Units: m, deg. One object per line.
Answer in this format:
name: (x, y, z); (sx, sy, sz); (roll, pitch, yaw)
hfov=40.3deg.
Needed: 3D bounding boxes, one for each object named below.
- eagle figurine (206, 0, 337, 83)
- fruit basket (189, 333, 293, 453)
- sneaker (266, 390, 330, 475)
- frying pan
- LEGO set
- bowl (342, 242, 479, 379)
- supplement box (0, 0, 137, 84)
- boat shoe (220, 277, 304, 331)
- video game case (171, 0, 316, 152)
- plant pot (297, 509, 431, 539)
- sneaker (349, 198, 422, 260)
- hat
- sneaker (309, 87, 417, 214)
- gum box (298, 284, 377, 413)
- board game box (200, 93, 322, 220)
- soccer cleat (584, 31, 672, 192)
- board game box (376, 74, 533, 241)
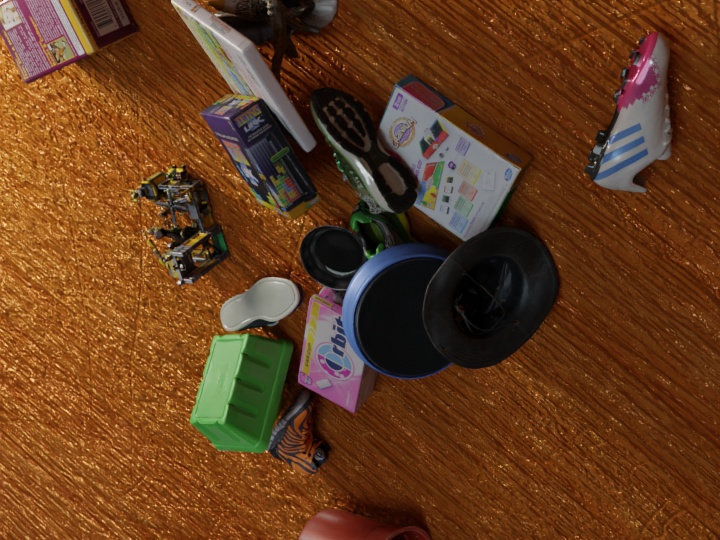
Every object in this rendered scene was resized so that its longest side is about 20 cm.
eagle figurine: (-0.146, -0.361, 1.313); (0.152, 0.151, 0.200); (-53, 43, 7)
fruit basket: (-0.184, 0.221, 1.708); (0.155, 0.216, 0.216); (-6, 115, 41)
sneaker: (-0.095, 0.294, 1.756); (0.112, 0.078, 0.200); (35, 141, 2)
frying pan: (-0.001, -0.015, 1.487); (0.189, 0.031, 0.115); (11, 125, 12)
LEGO set: (-0.317, -0.064, 1.634); (0.153, 0.116, 0.201); (13, 126, 30)
bowl: (0.074, 0.061, 1.381); (0.039, 0.200, 0.201); (-123, 13, -67)
supplement box: (-0.466, -0.390, 1.532); (0.199, 0.103, 0.131); (-8, 114, 40)
boat shoe: (-0.154, 0.055, 1.637); (0.200, 0.060, 0.076); (-14, 82, 44)
video game case: (-0.152, -0.262, 1.300); (0.182, 0.023, 0.200); (40, 171, 38)
plant pot: (-0.003, 0.529, 1.767); (0.195, 0.201, 0.202); (11, 126, 42)
sneaker: (0.049, -0.015, 1.410); (0.078, 0.085, 0.200); (-28, 102, 45)
hat: (0.164, 0.028, 1.328); (0.081, 0.200, 0.201); (-135, 24, -66)
sneaker: (-0.013, -0.151, 1.319); (0.200, 0.077, 0.089); (55, 144, -4)
gum box: (-0.028, 0.120, 1.575); (0.113, 0.066, 0.201); (26, 132, 19)
board game box: (-0.145, -0.165, 1.393); (0.166, 0.057, 0.200); (57, 170, -20)
soccer cleat: (0.324, -0.174, 1.110); (0.086, 0.070, 0.200); (19, 133, 6)
board game box: (0.110, -0.143, 1.305); (0.200, 0.040, 0.153); (37, 135, 11)
